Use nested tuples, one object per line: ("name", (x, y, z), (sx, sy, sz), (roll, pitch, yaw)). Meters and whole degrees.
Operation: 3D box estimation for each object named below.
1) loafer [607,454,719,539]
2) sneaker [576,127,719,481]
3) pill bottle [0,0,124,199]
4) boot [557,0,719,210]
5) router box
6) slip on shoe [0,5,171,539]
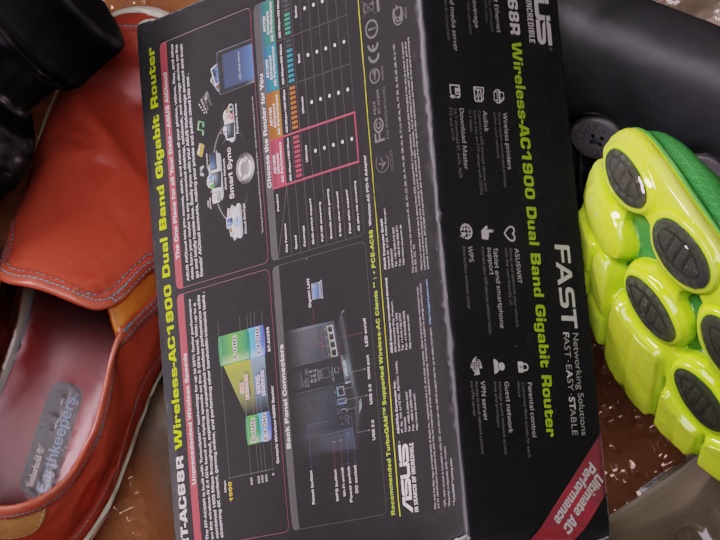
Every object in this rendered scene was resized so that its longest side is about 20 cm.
("loafer", (0.121, 0.089, 0.962), (0.200, 0.068, 0.076), (-22, 83, -13))
("sneaker", (0.146, 0.033, 0.915), (0.200, 0.074, 0.084), (46, 50, 5))
("pill bottle", (-0.182, -0.045, 0.996), (0.200, 0.112, 0.112), (-39, 76, 7))
("boot", (0.143, -0.060, 0.946), (0.200, 0.165, 0.066), (22, 44, 13))
("router box", (0.000, 0.000, 0.951), (0.150, 0.062, 0.200), (-15, 76, 49))
("slip on shoe", (-0.094, 0.003, 1.010), (0.074, 0.061, 0.200), (14, 78, 12))
